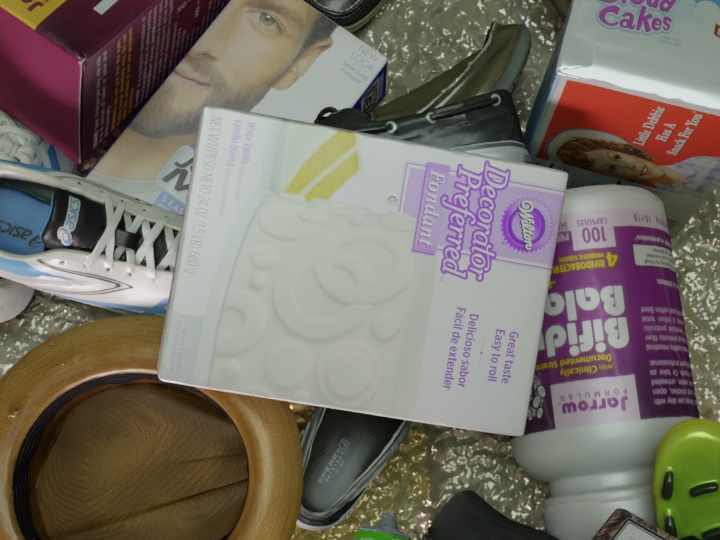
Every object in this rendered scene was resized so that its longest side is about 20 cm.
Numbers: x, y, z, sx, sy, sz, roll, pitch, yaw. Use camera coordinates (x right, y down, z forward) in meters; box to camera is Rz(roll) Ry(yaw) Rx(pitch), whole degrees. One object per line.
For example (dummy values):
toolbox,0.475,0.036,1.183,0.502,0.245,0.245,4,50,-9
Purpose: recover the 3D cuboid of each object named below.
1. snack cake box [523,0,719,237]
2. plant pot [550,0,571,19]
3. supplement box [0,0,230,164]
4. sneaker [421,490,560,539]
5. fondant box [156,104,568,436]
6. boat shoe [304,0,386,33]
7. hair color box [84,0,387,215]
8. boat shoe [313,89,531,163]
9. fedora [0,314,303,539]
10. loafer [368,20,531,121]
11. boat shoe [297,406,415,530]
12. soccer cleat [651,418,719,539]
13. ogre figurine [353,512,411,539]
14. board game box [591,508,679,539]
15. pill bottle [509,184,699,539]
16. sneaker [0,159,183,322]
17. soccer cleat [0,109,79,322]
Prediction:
snack cake box,0.161,-0.091,0.749,0.114,0.200,0.068,15,75,3
plant pot,0.219,-0.261,0.816,0.198,0.201,0.176,8,59,2
supplement box,-0.162,-0.187,0.794,0.130,0.103,0.200,33,57,7
sneaker,0.072,0.235,0.738,0.074,0.106,0.202,9,101,-32
fondant box,0.000,0.000,0.687,0.198,0.058,0.146,9,92,-9
boat shoe,0.014,-0.256,0.861,0.071,0.066,0.202,27,77,6
hair color box,-0.083,-0.079,0.816,0.109,0.065,0.201,35,76,8
boat shoe,0.000,-0.068,0.749,0.198,0.069,0.057,-7,82,-5
fedora,-0.127,0.122,0.747,0.199,0.082,0.203,-1,83,7
loafer,0.037,-0.089,0.812,0.069,0.075,0.200,37,78,5
boat shoe,0.018,0.068,0.768,0.072,0.071,0.201,27,80,-4
soccer cleat,0.213,0.146,0.712,0.064,0.084,0.201,-25,120,22
ogre figurine,-0.007,0.226,0.704,0.097,0.201,0.120,6,32,-33
board game box,0.137,0.245,0.607,0.200,0.097,0.159,-46,41,-17
pill bottle,0.139,0.060,0.753,0.111,0.112,0.202,-6,77,-2
sneaker,-0.142,-0.014,0.724,0.198,0.072,0.073,13,80,-10
soccer cleat,-0.216,-0.067,0.799,0.069,0.086,0.202,6,75,1
